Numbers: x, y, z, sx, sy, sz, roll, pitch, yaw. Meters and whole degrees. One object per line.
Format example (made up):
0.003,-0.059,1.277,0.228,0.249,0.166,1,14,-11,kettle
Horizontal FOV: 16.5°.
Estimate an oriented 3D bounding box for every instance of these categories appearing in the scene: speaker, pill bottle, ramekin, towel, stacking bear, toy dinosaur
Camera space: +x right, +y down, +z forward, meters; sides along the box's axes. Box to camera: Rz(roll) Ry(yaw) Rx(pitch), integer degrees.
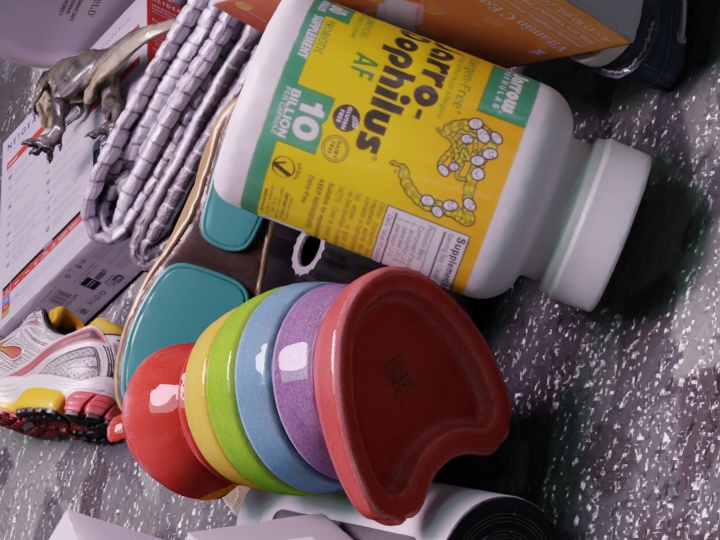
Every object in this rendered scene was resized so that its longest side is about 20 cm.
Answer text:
0.017,0.145,1.268,0.199,0.081,0.082,4,74,58,speaker
0.037,-0.053,1.232,0.113,0.199,0.114,21,-90,-88,pill bottle
-0.207,-0.227,1.753,0.202,0.201,0.095,-41,52,37,ramekin
-0.083,-0.095,1.518,0.201,0.085,0.166,-59,-4,8,towel
-0.043,0.068,1.260,0.199,0.121,0.114,-13,104,44,stacking bear
-0.184,-0.120,1.692,0.199,0.047,0.089,-19,48,48,toy dinosaur

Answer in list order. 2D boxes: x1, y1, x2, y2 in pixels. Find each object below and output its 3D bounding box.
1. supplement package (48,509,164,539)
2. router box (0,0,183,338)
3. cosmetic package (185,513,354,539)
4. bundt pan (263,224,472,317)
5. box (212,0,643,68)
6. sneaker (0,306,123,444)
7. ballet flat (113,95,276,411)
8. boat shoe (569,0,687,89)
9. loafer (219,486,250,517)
-0.154,0.261,1.423,0.201,0.117,0.117,-58,31,16,supplement package
-0.185,-0.068,1.750,0.200,0.049,0.181,-40,40,38,router box
-0.034,0.233,1.212,0.107,0.090,0.202,30,119,57,cosmetic package
0.000,0.000,1.388,0.202,0.075,0.203,-36,42,41,bundt pan
0.038,-0.169,1.262,0.199,0.124,0.098,-7,64,50,box
-0.217,0.069,1.698,0.199,0.078,0.083,1,67,48,sneaker
-0.081,-0.005,1.403,0.063,0.068,0.201,-156,91,-87,ballet flat
0.142,-0.187,1.301,0.075,0.062,0.201,-34,47,40,boat shoe
-0.093,0.095,1.475,0.068,0.076,0.200,-61,30,-1,loafer
